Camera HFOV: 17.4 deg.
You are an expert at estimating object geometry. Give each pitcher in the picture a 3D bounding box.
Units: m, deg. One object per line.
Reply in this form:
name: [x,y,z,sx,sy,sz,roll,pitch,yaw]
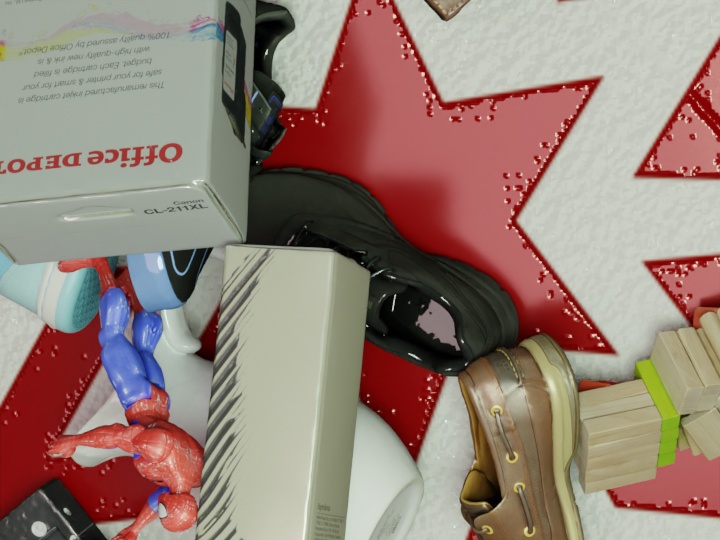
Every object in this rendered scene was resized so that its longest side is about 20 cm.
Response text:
pitcher: [-0.057,0.090,1.420,0.200,0.121,0.172,29,111,18]

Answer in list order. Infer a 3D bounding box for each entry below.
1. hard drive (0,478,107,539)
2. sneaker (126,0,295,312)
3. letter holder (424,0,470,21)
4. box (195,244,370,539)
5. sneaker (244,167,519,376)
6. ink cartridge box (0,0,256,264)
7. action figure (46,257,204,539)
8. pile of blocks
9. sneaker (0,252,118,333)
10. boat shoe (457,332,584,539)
hard drive: [-0.188,0.253,1.521,0.140,0.038,0.200,-40,88,17]
sneaker: [-0.087,-0.072,1.394,0.078,0.070,0.201,1,73,18]
letter holder: [0.030,-0.268,1.318,0.142,0.101,0.200,-41,106,14]
box: [-0.044,0.090,1.320,0.068,0.082,0.201,3,81,15]
sneaker: [0.000,0.000,1.404,0.200,0.091,0.076,27,105,10]
ink cartridge box: [-0.140,-0.112,1.344,0.145,0.083,0.201,-5,64,13]
action figure: [-0.145,0.085,1.360,0.099,0.065,0.200,-39,47,14]
pile of blocks: [0.207,0.058,1.388,0.200,0.082,0.062,-28,49,8]
sneaker: [-0.202,-0.074,1.449,0.130,0.080,0.201,20,97,15]
boat shoe: [0.090,0.135,1.395,0.067,0.072,0.201,-12,115,-17]
